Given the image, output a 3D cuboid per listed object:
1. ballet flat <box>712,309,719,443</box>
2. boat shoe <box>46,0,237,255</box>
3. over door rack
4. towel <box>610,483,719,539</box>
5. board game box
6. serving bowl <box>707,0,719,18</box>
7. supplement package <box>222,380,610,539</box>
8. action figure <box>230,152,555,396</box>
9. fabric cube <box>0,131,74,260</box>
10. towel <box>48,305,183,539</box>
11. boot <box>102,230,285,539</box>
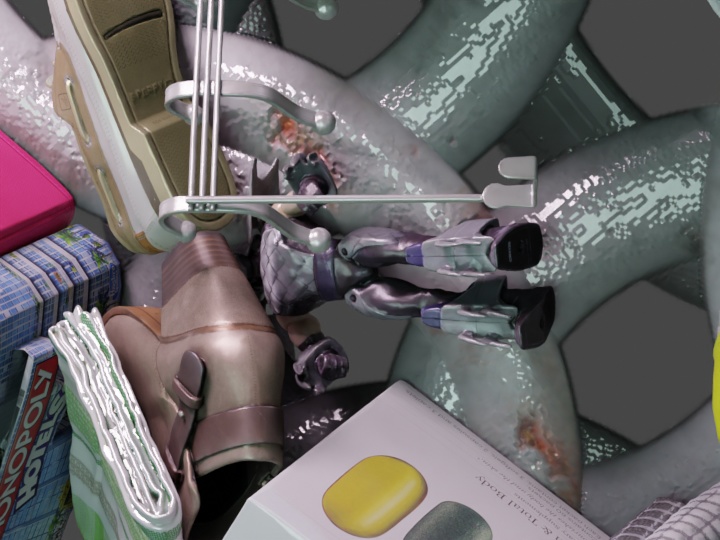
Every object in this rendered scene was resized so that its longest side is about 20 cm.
[{"bbox_3d":[0.217,-0.005,1.482,0.067,0.067,0.200,40,116,33],"label":"ballet flat"},{"bbox_3d":[-0.135,-0.103,1.596,0.068,0.075,0.200,-24,82,41],"label":"boat shoe"},{"bbox_3d":[0.000,-0.089,1.513,0.200,0.067,0.148,-5,67,15],"label":"over door rack"},{"bbox_3d":[0.172,0.225,1.495,0.086,0.166,0.200,-21,94,28],"label":"towel"},{"bbox_3d":[-0.210,0.094,1.616,0.062,0.200,0.200,28,115,15],"label":"board game box"},{"bbox_3d":[0.255,-0.168,1.374,0.200,0.066,0.200,7,146,5],"label":"serving bowl"},{"bbox_3d":[0.007,0.183,1.544,0.152,0.200,0.151,37,116,10],"label":"supplement package"},{"bbox_3d":[0.000,0.000,1.572,0.200,0.069,0.130,3,115,28],"label":"action figure"},{"bbox_3d":[-0.315,-0.007,1.636,0.200,0.199,0.196,40,115,9],"label":"fabric cube"},{"bbox_3d":[-0.129,0.132,1.595,0.200,0.031,0.149,93,156,-52],"label":"towel"},{"bbox_3d":[-0.091,0.080,1.568,0.200,0.070,0.146,117,146,-54],"label":"boot"}]
